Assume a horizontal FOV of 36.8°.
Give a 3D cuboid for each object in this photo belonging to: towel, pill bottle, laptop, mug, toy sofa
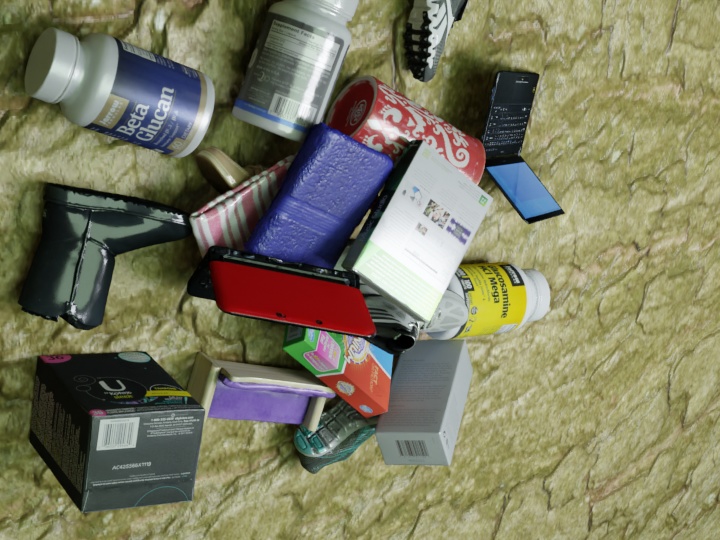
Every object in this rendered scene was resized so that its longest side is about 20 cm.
[{"bbox_3d":[-0.056,-0.085,1.396,0.148,0.050,0.200,21,104,-47],"label":"towel"},{"bbox_3d":[0.193,0.044,1.685,0.200,0.112,0.113,-4,110,-33],"label":"pill bottle"},{"bbox_3d":[0.253,-0.185,1.600,0.177,0.103,0.200,-16,121,-62],"label":"laptop"},{"bbox_3d":[0.059,-0.158,1.491,0.200,0.178,0.133,30,132,-34],"label":"mug"},{"bbox_3d":[-0.138,0.178,1.527,0.200,0.098,0.083,11,101,-37],"label":"toy sofa"},{"bbox_3d":[-0.282,-0.211,1.272,0.200,0.111,0.111,16,99,-36],"label":"pill bottle"},{"bbox_3d":[-0.119,-0.060,1.410,0.200,0.030,0.146,-32,135,-19],"label":"towel"},{"bbox_3d":[-0.079,-0.272,1.382,0.114,0.114,0.200,16,98,-37],"label":"pill bottle"}]

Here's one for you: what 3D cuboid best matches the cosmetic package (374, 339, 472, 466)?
[{"bbox_3d":[0.097,0.193,1.608,0.200,0.101,0.071,-68,148,-48],"label":"cosmetic package"}]

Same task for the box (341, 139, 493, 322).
[{"bbox_3d":[0.078,-0.051,1.437,0.144,0.036,0.200,36,74,-28],"label":"box"}]

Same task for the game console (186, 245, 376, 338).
[{"bbox_3d":[-0.103,0.050,1.340,0.200,0.172,0.119,12,59,-21],"label":"game console"}]

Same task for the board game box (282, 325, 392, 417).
[{"bbox_3d":[-0.026,0.095,1.548,0.200,0.040,0.153,44,39,-37],"label":"board game box"}]

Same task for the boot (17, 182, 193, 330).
[{"bbox_3d":[-0.313,-0.010,1.349,0.200,0.076,0.168,9,99,-29],"label":"boot"}]

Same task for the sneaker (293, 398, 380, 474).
[{"bbox_3d":[-0.019,0.243,1.660,0.200,0.078,0.091,-23,142,-28],"label":"sneaker"}]

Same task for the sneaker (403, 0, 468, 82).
[{"bbox_3d":[0.113,-0.362,1.504,0.090,0.066,0.200,-7,110,-29],"label":"sneaker"}]

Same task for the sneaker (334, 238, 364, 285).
[{"bbox_3d":[0.000,0.000,1.538,0.200,0.074,0.087,10,89,-46],"label":"sneaker"}]

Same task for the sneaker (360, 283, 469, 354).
[{"bbox_3d":[0.074,0.080,1.512,0.200,0.115,0.076,4,122,-24],"label":"sneaker"}]

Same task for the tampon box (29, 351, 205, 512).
[{"bbox_3d":[-0.307,0.194,1.356,0.150,0.200,0.126,1,107,-35],"label":"tampon box"}]

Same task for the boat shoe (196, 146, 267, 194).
[{"bbox_3d":[-0.141,-0.110,1.436,0.065,0.071,0.200,-55,138,-9],"label":"boat shoe"}]
